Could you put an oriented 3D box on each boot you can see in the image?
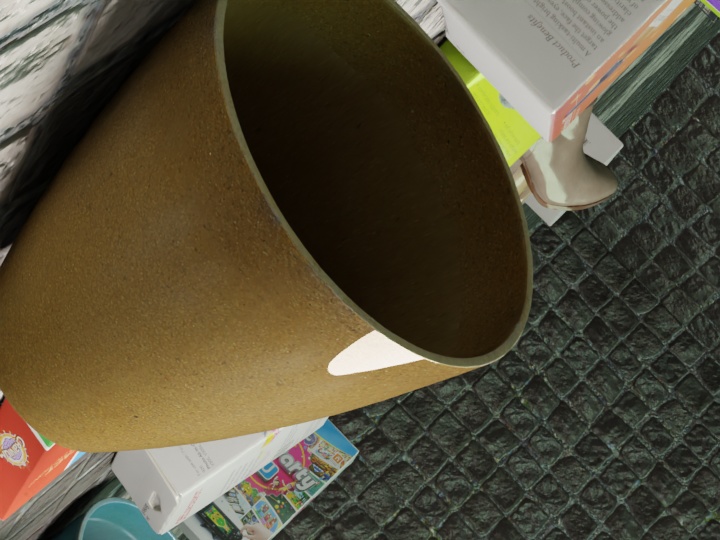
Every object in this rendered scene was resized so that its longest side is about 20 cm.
[{"bbox_3d":[0.182,-0.131,1.690,0.199,0.070,0.147,-1,133,-35],"label":"boot"}]

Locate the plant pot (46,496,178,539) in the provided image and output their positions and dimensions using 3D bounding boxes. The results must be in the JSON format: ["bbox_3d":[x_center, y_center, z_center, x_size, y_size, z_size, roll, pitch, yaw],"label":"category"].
[{"bbox_3d":[-0.272,0.347,1.792,0.187,0.201,0.200,-30,180,22],"label":"plant pot"}]

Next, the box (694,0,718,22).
[{"bbox_3d":[0.404,-0.360,1.907,0.164,0.086,0.200,-44,174,-4],"label":"box"}]

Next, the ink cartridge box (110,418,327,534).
[{"bbox_3d":[-0.119,0.141,1.708,0.200,0.088,0.145,-35,171,-23],"label":"ink cartridge box"}]

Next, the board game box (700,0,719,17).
[{"bbox_3d":[0.260,-0.261,1.310,0.045,0.134,0.200,-47,175,-16],"label":"board game box"}]

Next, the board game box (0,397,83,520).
[{"bbox_3d":[-0.156,0.058,1.147,0.153,0.040,0.200,-40,173,-37],"label":"board game box"}]

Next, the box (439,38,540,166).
[{"bbox_3d":[0.139,-0.171,1.338,0.200,0.048,0.122,-44,146,1],"label":"box"}]

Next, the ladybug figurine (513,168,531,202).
[{"bbox_3d":[0.147,-0.099,2.056,0.136,0.072,0.200,-43,174,-17],"label":"ladybug figurine"}]

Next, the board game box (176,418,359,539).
[{"bbox_3d":[-0.124,0.224,2.105,0.200,0.148,0.064,-43,172,-18],"label":"board game box"}]

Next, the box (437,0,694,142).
[{"bbox_3d":[0.156,-0.195,1.198,0.200,0.106,0.152,-45,175,2],"label":"box"}]

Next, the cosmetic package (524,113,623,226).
[{"bbox_3d":[0.235,-0.136,2.261,0.085,0.108,0.200,-44,176,-9],"label":"cosmetic package"}]

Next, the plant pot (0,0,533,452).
[{"bbox_3d":[-0.060,-0.003,0.786,0.200,0.187,0.186,-32,-178,32],"label":"plant pot"}]
